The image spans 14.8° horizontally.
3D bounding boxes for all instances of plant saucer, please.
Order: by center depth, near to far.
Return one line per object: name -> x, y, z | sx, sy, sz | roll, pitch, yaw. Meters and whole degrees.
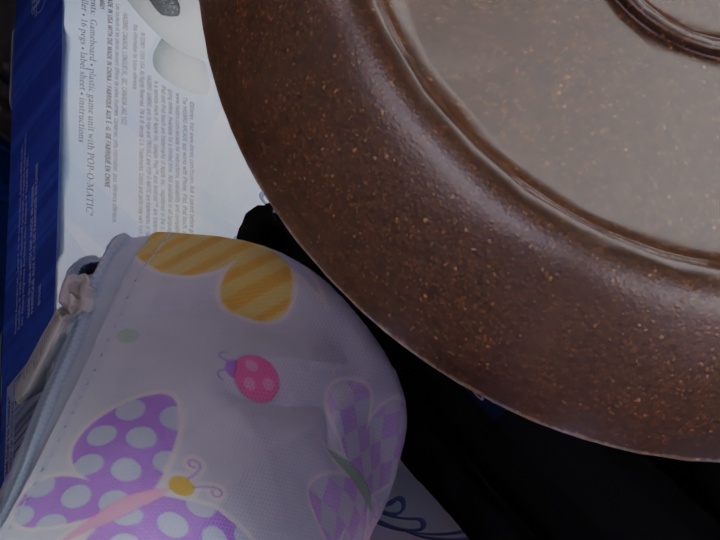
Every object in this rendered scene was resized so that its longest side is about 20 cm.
plant saucer -> 0.068, -0.059, 0.564 | 0.200, 0.034, 0.201 | 6, 63, -12

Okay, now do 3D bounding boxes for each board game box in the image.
board game box -> 0.000, 0.000, 0.764 | 0.199, 0.043, 0.200 | 15, 54, -24

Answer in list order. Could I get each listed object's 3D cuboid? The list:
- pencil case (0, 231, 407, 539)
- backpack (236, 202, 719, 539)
pencil case -> -0.055, 0.079, 0.576 | 0.091, 0.083, 0.200 | 59, 35, -29
backpack -> 0.088, 0.020, 0.650 | 0.150, 0.178, 0.200 | -34, 80, -23
